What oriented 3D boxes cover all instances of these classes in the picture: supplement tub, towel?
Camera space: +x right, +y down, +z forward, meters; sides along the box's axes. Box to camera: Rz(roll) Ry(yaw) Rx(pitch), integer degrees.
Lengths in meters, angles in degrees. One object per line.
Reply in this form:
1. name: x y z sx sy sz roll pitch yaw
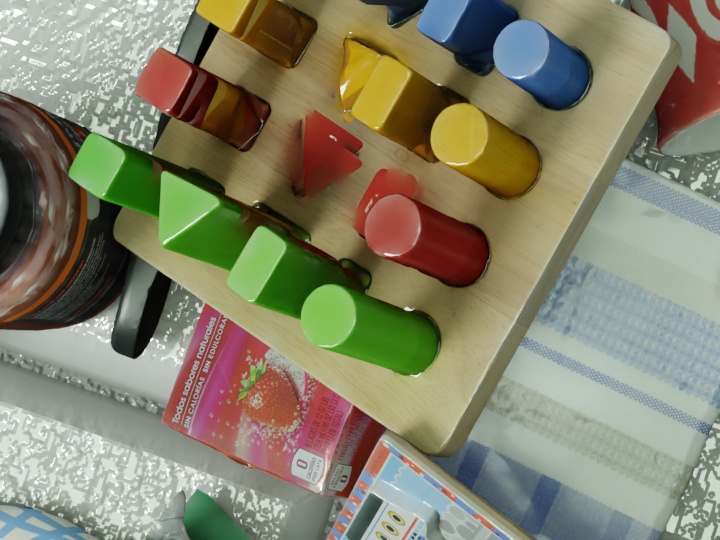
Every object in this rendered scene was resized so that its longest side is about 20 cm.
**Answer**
1. supplement tub: -0.166 -0.026 0.914 0.106 0.200 0.108 0 88 5
2. towel: 0.106 0.042 0.970 0.146 0.024 0.201 24 91 7

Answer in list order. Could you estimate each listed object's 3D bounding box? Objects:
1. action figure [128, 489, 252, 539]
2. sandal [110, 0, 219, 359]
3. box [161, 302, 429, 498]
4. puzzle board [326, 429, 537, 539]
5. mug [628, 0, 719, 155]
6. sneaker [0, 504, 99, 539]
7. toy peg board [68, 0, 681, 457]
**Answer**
1. action figure: -0.028 0.188 0.922 0.200 0.118 0.055 39 134 7
2. sandal: -0.075 -0.052 0.972 0.045 0.075 0.202 15 97 6
3. box: 0.000 0.000 0.934 0.095 0.100 0.202 20 91 28
4. puzzle board: 0.049 0.156 0.892 0.150 0.200 0.017 36 62 7
5. mug: 0.153 -0.163 0.922 0.176 0.133 0.202 -16 83 4
6. sneaker: -0.134 0.170 0.968 0.199 0.072 0.072 24 92 8
7. toy peg board: -0.007 -0.061 0.838 0.199 0.098 0.200 32 96 27
